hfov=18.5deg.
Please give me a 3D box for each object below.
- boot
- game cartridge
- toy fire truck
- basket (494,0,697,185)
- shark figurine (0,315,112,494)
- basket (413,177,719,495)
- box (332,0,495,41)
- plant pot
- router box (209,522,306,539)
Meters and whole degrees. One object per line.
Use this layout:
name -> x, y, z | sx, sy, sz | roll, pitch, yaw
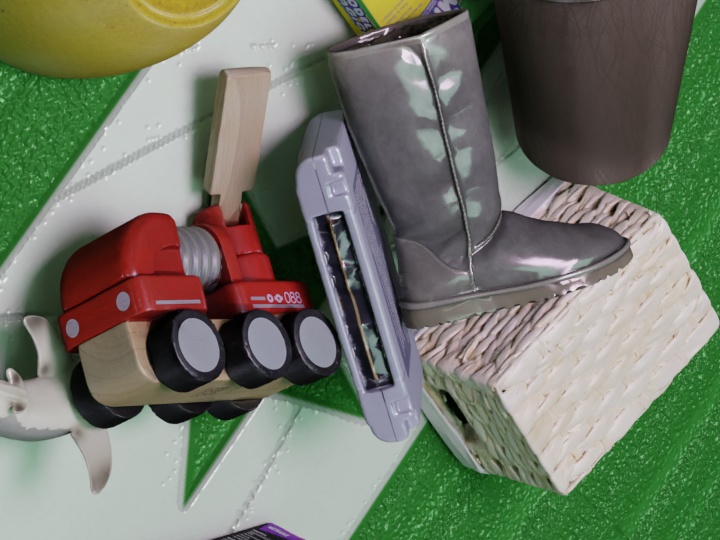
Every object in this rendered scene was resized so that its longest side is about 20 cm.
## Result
boot -> 0.082, -0.075, 1.471 | 0.181, 0.073, 0.201 | -15, 98, -14
game cartridge -> 0.000, 0.000, 1.472 | 0.041, 0.133, 0.201 | -13, 107, 11
toy fire truck -> -0.105, -0.017, 1.402 | 0.176, 0.128, 0.201 | 1, 69, -51
basket -> 0.162, -0.167, 1.506 | 0.180, 0.136, 0.201 | -42, 149, -27
shark figurine -> -0.231, 0.076, 1.364 | 0.214, 0.089, 0.129 | 20, 57, -45
basket -> 0.145, 0.049, 1.593 | 0.200, 0.123, 0.136 | -45, 123, -16
box -> 0.026, -0.219, 1.482 | 0.117, 0.048, 0.200 | -48, 127, -15
plant pot -> -0.138, -0.202, 1.307 | 0.199, 0.142, 0.201 | -11, 109, -32
router box -> -0.107, 0.289, 1.523 | 0.149, 0.051, 0.201 | -13, 110, -34
